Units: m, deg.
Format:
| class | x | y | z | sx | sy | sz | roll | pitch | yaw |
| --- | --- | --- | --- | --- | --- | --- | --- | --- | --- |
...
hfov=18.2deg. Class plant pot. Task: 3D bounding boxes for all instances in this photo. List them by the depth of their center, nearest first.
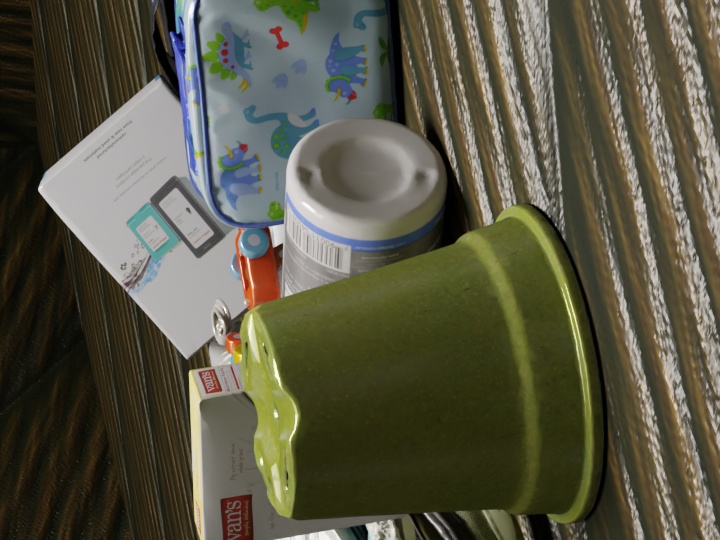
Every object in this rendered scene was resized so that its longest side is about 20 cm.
| class | x | y | z | sx | sy | sz | roll | pitch | yaw |
| --- | --- | --- | --- | --- | --- | --- | --- | --- | --- |
| plant pot | 0.028 | 0.072 | 1.370 | 0.200 | 0.183 | 0.202 | 171 | 90 | -78 |

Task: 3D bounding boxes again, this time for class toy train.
| class | x | y | z | sx | sy | sz | roll | pitch | yaw |
| --- | --- | --- | --- | --- | --- | --- | --- | --- | --- |
| toy train | -0.071 | 0.043 | 1.740 | 0.200 | 0.055 | 0.151 | 114 | 145 | -67 |

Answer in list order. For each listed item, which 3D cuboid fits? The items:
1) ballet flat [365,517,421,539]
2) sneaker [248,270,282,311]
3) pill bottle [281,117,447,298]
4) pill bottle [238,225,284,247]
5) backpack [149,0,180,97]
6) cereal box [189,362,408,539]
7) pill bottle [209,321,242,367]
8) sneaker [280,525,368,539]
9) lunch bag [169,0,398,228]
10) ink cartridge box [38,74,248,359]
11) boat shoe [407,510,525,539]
| class | x | y | z | sx | sy | sz | roll | pitch | yaw |
| --- | --- | --- | --- | --- | --- | --- | --- | --- | --- |
| ballet flat | 0.033 | 0.165 | 1.707 | 0.072 | 0.071 | 0.201 | -161 | 60 | -75 |
| sneaker | -0.052 | -0.003 | 1.896 | 0.114 | 0.076 | 0.201 | 29 | -115 | -81 |
| pill bottle | 0.000 | 0.000 | 1.599 | 0.201 | 0.113 | 0.114 | 94 | 161 | -46 |
| pill bottle | -0.054 | -0.108 | 1.770 | 0.106 | 0.106 | 0.201 | -156 | 58 | -75 |
| backpack | -0.117 | -0.240 | 1.914 | 0.167 | 0.126 | 0.201 | -98 | 5 | -55 |
| cereal box | -0.019 | 0.119 | 1.571 | 0.040 | 0.199 | 0.144 | -115 | 20 | -50 |
| pill bottle | -0.069 | 0.149 | 1.995 | 0.117 | 0.116 | 0.201 | 106 | 151 | -62 |
| sneaker | -0.004 | 0.225 | 1.817 | 0.081 | 0.146 | 0.200 | -50 | 55 | 23 |
| lunch bag | -0.057 | -0.137 | 1.642 | 0.082 | 0.160 | 0.201 | -128 | 31 | -64 |
| ink cartridge box | -0.166 | -0.050 | 1.995 | 0.200 | 0.146 | 0.147 | 50 | 180 | -10 |
| boat shoe | 0.088 | 0.221 | 1.435 | 0.072 | 0.066 | 0.202 | 98 | 150 | -64 |
